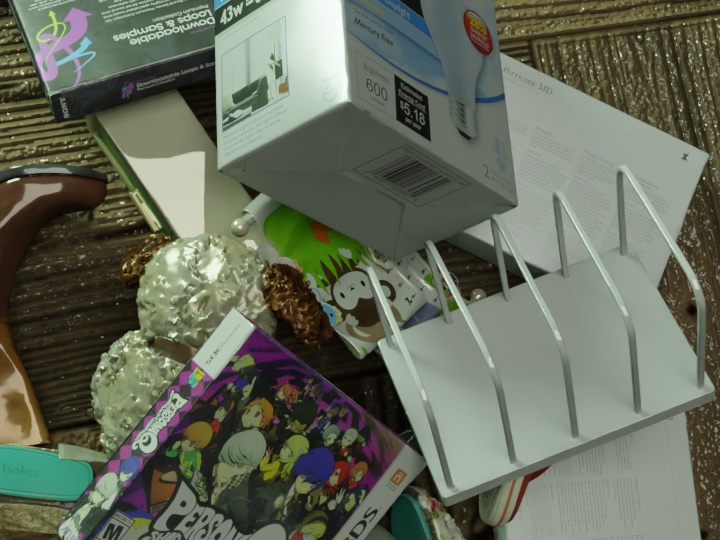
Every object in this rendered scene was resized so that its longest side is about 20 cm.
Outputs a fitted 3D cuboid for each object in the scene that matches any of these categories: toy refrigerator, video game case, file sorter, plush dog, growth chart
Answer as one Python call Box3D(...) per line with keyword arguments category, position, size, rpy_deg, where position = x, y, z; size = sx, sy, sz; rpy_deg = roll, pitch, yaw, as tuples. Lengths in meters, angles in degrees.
Box3D(category="toy refrigerator", position=(-0.131, -0.053, 1.110), size=(0.070, 0.076, 0.200), rpy_deg=(-34, 86, -14))
Box3D(category="video game case", position=(-0.072, 0.147, 0.970), size=(0.181, 0.036, 0.200), rpy_deg=(-51, 130, -4))
Box3D(category="file sorter", position=(0.116, 0.038, 0.984), size=(0.199, 0.125, 0.139), rpy_deg=(-22, 52, -2))
Box3D(category="plush dog", position=(-0.114, 0.059, 1.010), size=(0.199, 0.160, 0.173), rpy_deg=(15, 98, 20))
Box3D(category="growth chart", position=(0.000, 0.000, 1.100), size=(0.200, 0.018, 0.145), rpy_deg=(43, 46, -12))

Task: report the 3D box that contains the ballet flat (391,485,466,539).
Box3D(category="ballet flat", position=(0.070, 0.255, 1.087), size=(0.064, 0.076, 0.201), rpy_deg=(-8, 86, -31))

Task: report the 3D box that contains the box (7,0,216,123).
Box3D(category="box", position=(-0.190, -0.204, 1.106), size=(0.142, 0.036, 0.200), rpy_deg=(-18, 51, -12))

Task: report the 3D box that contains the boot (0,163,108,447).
Box3D(category="boot", position=(-0.259, 0.031, 1.075), size=(0.188, 0.068, 0.201), rpy_deg=(-13, 81, -12))

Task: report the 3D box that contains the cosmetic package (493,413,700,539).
Box3D(category="cosmetic package", position=(0.175, 0.160, 1.118), size=(0.150, 0.052, 0.201), rpy_deg=(-3, 78, -7))

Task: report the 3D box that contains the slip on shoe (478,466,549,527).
Box3D(category="slip on shoe", position=(0.149, 0.102, 1.060), size=(0.061, 0.074, 0.200), rpy_deg=(35, 70, -2))

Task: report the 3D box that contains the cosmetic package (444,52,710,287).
Box3D(category="cosmetic package", position=(0.160, -0.065, 1.171), size=(0.199, 0.052, 0.151), rpy_deg=(26, 77, -3))

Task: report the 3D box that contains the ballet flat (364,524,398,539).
Box3D(category="ballet flat", position=(-0.048, 0.261, 1.061), size=(0.200, 0.067, 0.064), rpy_deg=(-43, 67, -4))

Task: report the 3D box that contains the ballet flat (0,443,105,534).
Box3D(category="ballet flat", position=(-0.186, 0.168, 1.060), size=(0.199, 0.065, 0.071), rpy_deg=(13, 52, -1))

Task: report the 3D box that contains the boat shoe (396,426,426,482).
Box3D(category="boat shoe", position=(-0.034, 0.169, 1.078), size=(0.200, 0.076, 0.060), rpy_deg=(-35, 91, -15))

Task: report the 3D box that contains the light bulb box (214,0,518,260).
Box3D(category="light bulb box", position=(0.003, -0.144, 1.056), size=(0.198, 0.125, 0.201), rpy_deg=(26, 51, -45))
